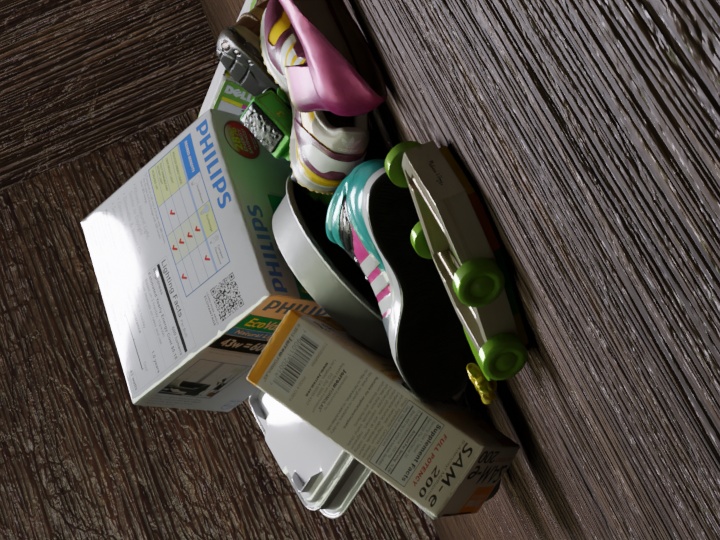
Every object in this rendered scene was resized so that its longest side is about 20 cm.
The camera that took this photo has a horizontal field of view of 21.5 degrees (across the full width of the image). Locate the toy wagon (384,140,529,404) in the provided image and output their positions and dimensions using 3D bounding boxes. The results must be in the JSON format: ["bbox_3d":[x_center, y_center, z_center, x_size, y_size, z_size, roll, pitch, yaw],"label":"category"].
[{"bbox_3d":[0.073,0.007,1.291,0.155,0.039,0.200,-117,4,-50],"label":"toy wagon"}]

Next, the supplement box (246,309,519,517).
[{"bbox_3d":[0.021,0.117,1.564,0.200,0.074,0.126,35,-174,17],"label":"supplement box"}]

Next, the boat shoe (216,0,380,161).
[{"bbox_3d":[-0.038,-0.154,1.668,0.200,0.074,0.076,49,156,-23],"label":"boat shoe"}]

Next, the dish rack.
[{"bbox_3d":[-0.034,0.112,1.743,0.172,0.043,0.200,57,131,33],"label":"dish rack"}]

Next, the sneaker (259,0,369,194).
[{"bbox_3d":[-0.029,-0.166,1.562,0.090,0.075,0.200,122,139,-52],"label":"sneaker"}]

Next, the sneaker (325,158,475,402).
[{"bbox_3d":[0.028,-0.002,1.501,0.121,0.083,0.201,-132,27,-65],"label":"sneaker"}]

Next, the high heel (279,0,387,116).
[{"bbox_3d":[-0.031,-0.215,1.440,0.096,0.067,0.201,0,101,49],"label":"high heel"}]

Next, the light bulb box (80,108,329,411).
[{"bbox_3d":[-0.128,-0.005,1.717,0.125,0.200,0.199,8,-126,-47],"label":"light bulb box"}]

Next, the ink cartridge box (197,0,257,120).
[{"bbox_3d":[-0.094,-0.198,1.830,0.148,0.076,0.200,-89,23,-66],"label":"ink cartridge box"}]

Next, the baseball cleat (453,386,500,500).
[{"bbox_3d":[0.079,0.131,1.758,0.200,0.070,0.106,59,164,-7],"label":"baseball cleat"}]

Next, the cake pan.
[{"bbox_3d":[0.000,0.000,1.613,0.200,0.037,0.200,41,-161,-18],"label":"cake pan"}]

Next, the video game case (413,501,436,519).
[{"bbox_3d":[0.031,0.151,1.817,0.200,0.017,0.143,-159,49,-77],"label":"video game case"}]

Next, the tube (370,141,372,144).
[{"bbox_3d":[-0.013,-0.104,1.745,0.077,0.050,0.200,-12,105,45],"label":"tube"}]

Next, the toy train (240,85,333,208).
[{"bbox_3d":[-0.022,-0.076,1.587,0.200,0.056,0.042,47,131,11],"label":"toy train"}]
